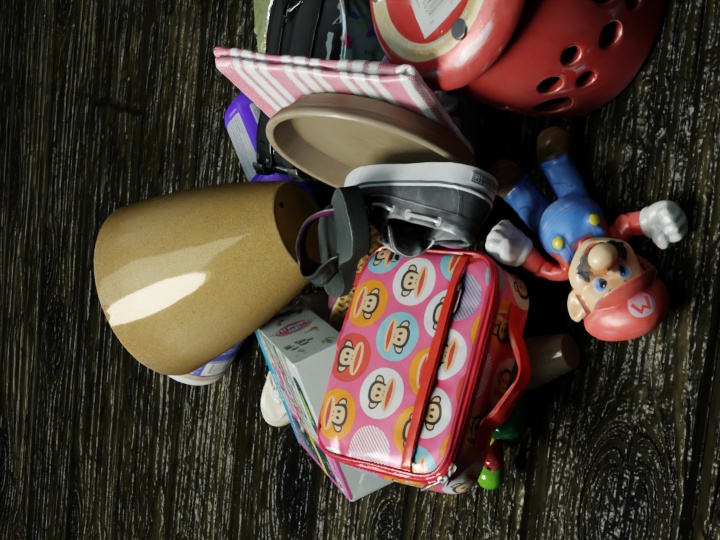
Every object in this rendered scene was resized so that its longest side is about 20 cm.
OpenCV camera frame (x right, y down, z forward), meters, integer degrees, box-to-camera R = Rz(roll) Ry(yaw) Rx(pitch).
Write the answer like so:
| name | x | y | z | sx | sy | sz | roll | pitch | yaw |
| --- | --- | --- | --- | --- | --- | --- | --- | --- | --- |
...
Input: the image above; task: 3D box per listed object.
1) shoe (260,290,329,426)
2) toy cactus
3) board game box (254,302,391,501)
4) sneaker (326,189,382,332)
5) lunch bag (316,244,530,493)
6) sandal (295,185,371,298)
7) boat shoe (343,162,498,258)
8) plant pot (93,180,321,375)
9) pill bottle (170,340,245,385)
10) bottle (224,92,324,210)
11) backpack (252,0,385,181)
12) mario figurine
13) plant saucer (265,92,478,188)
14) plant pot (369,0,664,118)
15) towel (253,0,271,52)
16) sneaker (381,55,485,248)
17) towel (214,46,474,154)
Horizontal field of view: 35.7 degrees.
| name | x | y | z | sx | sy | sz | roll | pitch | yaw |
| --- | --- | --- | --- | --- | --- | --- | --- | --- | --- |
| shoe | -0.078 | 0.100 | 1.275 | 0.070 | 0.053 | 0.202 | 54 | 130 | 36 |
| toy cactus | 0.116 | 0.088 | 1.009 | 0.163 | 0.101 | 0.204 | -22 | 64 | 39 |
| board game box | -0.037 | 0.126 | 1.124 | 0.150 | 0.063 | 0.200 | 69 | 168 | -13 |
| sneaker | 0.000 | 0.000 | 1.172 | 0.090 | 0.073 | 0.204 | -94 | 7 | -64 |
| lunch bag | 0.062 | 0.083 | 0.947 | 0.174 | 0.082 | 0.204 | 7 | 76 | 40 |
| sandal | -0.031 | -0.026 | 0.990 | 0.201 | 0.047 | 0.077 | 116 | 142 | -72 |
| boat shoe | 0.039 | -0.045 | 0.940 | 0.199 | 0.071 | 0.069 | 3 | 71 | 57 |
| plant pot | -0.135 | -0.013 | 1.134 | 0.198 | 0.185 | 0.190 | -22 | 73 | 29 |
| pill bottle | -0.174 | 0.031 | 1.345 | 0.201 | 0.118 | 0.121 | -56 | 50 | 35 |
| bottle | -0.089 | -0.109 | 1.262 | 0.065 | 0.083 | 0.202 | -42 | 59 | 32 |
| backpack | -0.024 | -0.197 | 1.121 | 0.177 | 0.148 | 0.204 | 15 | 108 | 57 |
| mario figurine | 0.180 | -0.033 | 0.905 | 0.124 | 0.105 | 0.201 | -56 | 48 | 33 |
| plant saucer | 0.015 | -0.101 | 0.963 | 0.198 | 0.198 | 0.030 | 0 | 68 | 51 |
| plant pot | 0.121 | -0.234 | 0.916 | 0.199 | 0.180 | 0.205 | 0 | 90 | 49 |
| towel | -0.083 | -0.336 | 1.241 | 0.202 | 0.036 | 0.150 | -98 | 25 | -50 |
| sneaker | 0.084 | -0.123 | 1.052 | 0.079 | 0.088 | 0.204 | 0 | 113 | 35 |
| towel | -0.012 | -0.145 | 0.948 | 0.197 | 0.146 | 0.030 | 11 | 76 | 28 |
